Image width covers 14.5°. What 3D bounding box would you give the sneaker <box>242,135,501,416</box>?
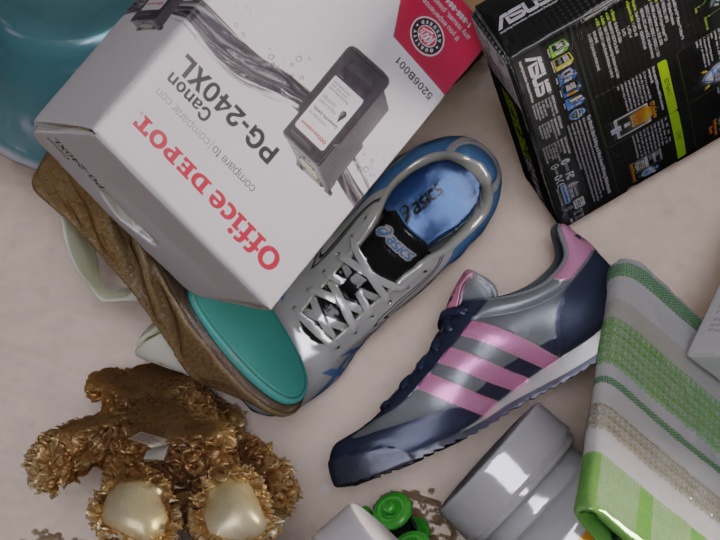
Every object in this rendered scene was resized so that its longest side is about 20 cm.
[{"bbox_3d":[0.000,0.000,1.597,0.072,0.072,0.200,43,88,1],"label":"sneaker"}]

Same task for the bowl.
[{"bbox_3d":[-0.151,-0.164,1.568,0.201,0.105,0.201,-9,123,-15],"label":"bowl"}]

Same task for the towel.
[{"bbox_3d":[0.173,0.101,1.527,0.149,0.200,0.031,39,128,-20],"label":"towel"}]

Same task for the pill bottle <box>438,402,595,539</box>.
[{"bbox_3d":[0.144,0.170,1.564,0.200,0.113,0.113,42,86,2],"label":"pill bottle"}]

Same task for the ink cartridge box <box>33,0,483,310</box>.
[{"bbox_3d":[-0.050,-0.098,1.487,0.145,0.083,0.200,46,73,-26],"label":"ink cartridge box"}]

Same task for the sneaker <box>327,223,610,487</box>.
[{"bbox_3d":[0.057,0.048,1.595,0.200,0.070,0.082,-30,92,-11],"label":"sneaker"}]

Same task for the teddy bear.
[{"bbox_3d":[-0.104,0.113,1.531,0.145,0.200,0.067,-11,112,-24],"label":"teddy bear"}]

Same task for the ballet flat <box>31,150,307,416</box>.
[{"bbox_3d":[-0.111,0.007,1.560,0.072,0.068,0.200,-30,105,32],"label":"ballet flat"}]

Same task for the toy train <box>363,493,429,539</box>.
[{"bbox_3d":[0.036,0.203,1.543,0.056,0.042,0.200,-30,48,4],"label":"toy train"}]

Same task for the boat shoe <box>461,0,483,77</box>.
[{"bbox_3d":[0.020,-0.120,1.606,0.200,0.071,0.065,-44,88,-2],"label":"boat shoe"}]

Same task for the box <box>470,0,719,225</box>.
[{"bbox_3d":[0.167,-0.127,1.546,0.193,0.200,0.048,-32,62,-3],"label":"box"}]

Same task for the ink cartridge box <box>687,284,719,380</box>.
[{"bbox_3d":[0.286,-0.019,1.536,0.084,0.145,0.200,36,70,-26],"label":"ink cartridge box"}]

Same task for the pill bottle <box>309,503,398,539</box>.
[{"bbox_3d":[-0.047,0.218,1.445,0.200,0.120,0.120,-44,87,2],"label":"pill bottle"}]
